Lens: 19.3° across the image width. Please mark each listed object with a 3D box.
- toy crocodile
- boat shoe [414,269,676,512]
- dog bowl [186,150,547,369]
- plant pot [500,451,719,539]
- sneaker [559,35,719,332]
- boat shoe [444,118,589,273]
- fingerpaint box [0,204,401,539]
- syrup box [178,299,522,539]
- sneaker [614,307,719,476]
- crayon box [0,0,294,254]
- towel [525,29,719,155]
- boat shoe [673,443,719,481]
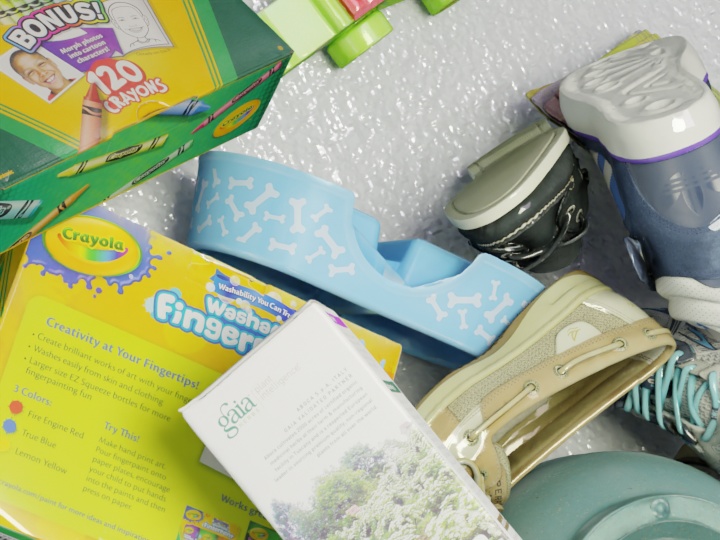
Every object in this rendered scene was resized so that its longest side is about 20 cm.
[{"bbox_3d":[0.015,-0.168,1.173,0.200,0.062,0.068,-33,91,-32],"label":"toy crocodile"},{"bbox_3d":[0.074,0.081,1.046,0.063,0.073,0.201,32,57,27],"label":"boat shoe"},{"bbox_3d":[0.000,0.000,1.085,0.200,0.111,0.050,25,80,-20],"label":"dog bowl"},{"bbox_3d":[0.139,0.179,1.049,0.200,0.134,0.201,3,74,-9],"label":"plant pot"},{"bbox_3d":[0.167,-0.035,1.113,0.080,0.200,0.147,-20,106,4],"label":"sneaker"},{"bbox_3d":[0.090,-0.031,1.112,0.074,0.199,0.066,-32,96,5],"label":"boat shoe"},{"bbox_3d":[-0.098,0.078,1.021,0.200,0.073,0.167,25,64,-20],"label":"fingerpaint box"},{"bbox_3d":[0.015,0.113,0.946,0.079,0.081,0.200,-40,83,2],"label":"syrup box"},{"bbox_3d":[0.172,0.068,1.121,0.086,0.200,0.078,11,99,-10],"label":"sneaker"},{"bbox_3d":[-0.143,-0.092,0.998,0.119,0.058,0.200,44,45,15],"label":"crayon box"},{"bbox_3d":[0.197,-0.055,1.213,0.200,0.023,0.144,45,38,10],"label":"towel"},{"bbox_3d":[0.242,0.183,1.177,0.200,0.075,0.068,38,60,-1],"label":"boat shoe"}]
